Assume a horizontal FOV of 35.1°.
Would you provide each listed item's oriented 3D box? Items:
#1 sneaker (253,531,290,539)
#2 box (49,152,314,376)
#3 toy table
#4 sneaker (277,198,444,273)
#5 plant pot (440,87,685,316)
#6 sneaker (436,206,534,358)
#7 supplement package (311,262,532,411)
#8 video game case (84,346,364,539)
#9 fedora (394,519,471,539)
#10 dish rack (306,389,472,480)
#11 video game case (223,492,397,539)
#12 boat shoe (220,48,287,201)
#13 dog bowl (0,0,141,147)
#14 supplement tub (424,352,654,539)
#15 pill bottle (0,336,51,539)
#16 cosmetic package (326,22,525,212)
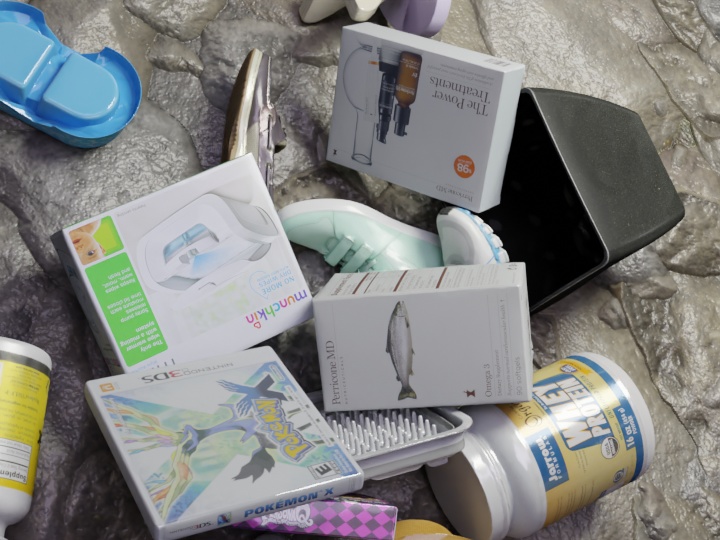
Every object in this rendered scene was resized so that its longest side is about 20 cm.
[{"bbox_3d":[-0.091,0.313,1.023,0.082,0.075,0.200,54,22,-34],"label":"sneaker"},{"bbox_3d":[-0.172,0.006,1.114,0.200,0.097,0.177,-24,96,-20],"label":"box"},{"bbox_3d":[0.014,-0.353,1.300,0.117,0.184,0.200,-1,43,-31],"label":"toy table"},{"bbox_3d":[0.000,0.000,1.204,0.200,0.074,0.118,16,61,-13],"label":"sneaker"},{"bbox_3d":[0.229,-0.078,1.249,0.177,0.199,0.200,-15,74,-34],"label":"plant pot"},{"bbox_3d":[0.114,0.032,1.193,0.087,0.075,0.200,-29,106,-26],"label":"sneaker"},{"bbox_3d":[0.065,0.064,1.119,0.200,0.117,0.117,-5,101,11],"label":"supplement package"},{"bbox_3d":[-0.121,0.141,0.982,0.182,0.022,0.200,-10,35,-27],"label":"video game case"},{"bbox_3d":[0.047,0.299,1.074,0.200,0.201,0.082,10,32,-13],"label":"fedora"},{"bbox_3d":[-0.001,0.158,1.097,0.171,0.200,0.044,-11,102,-21],"label":"dish rack"},{"bbox_3d":[-0.086,0.215,1.041,0.200,0.181,0.036,8,81,-14],"label":"video game case"},{"bbox_3d":[-0.112,-0.141,1.232,0.065,0.072,0.200,11,71,-18],"label":"boat shoe"},{"bbox_3d":[-0.329,-0.201,1.199,0.200,0.050,0.112,28,65,-6],"label":"dog bowl"},{"bbox_3d":[0.179,0.181,1.152,0.200,0.145,0.145,-22,77,-23],"label":"supplement tub"},{"bbox_3d":[-0.346,0.166,1.021,0.111,0.111,0.200,9,68,-13],"label":"pill bottle"},{"bbox_3d":[0.064,-0.164,1.201,0.200,0.151,0.052,21,28,29],"label":"cosmetic package"}]
